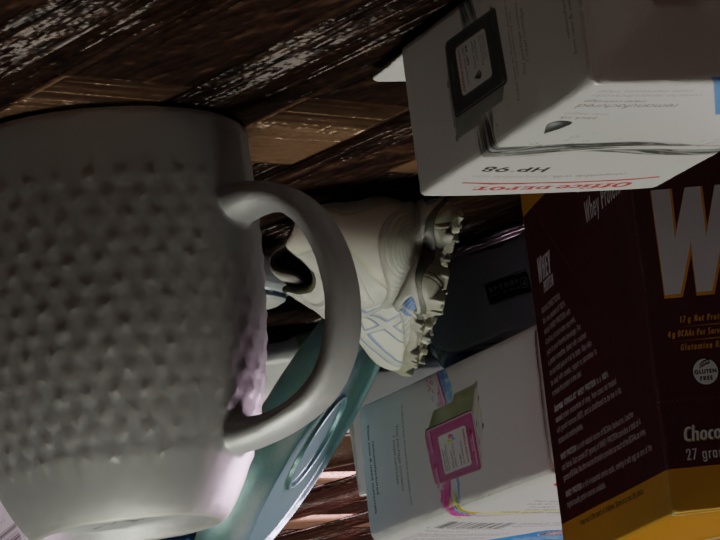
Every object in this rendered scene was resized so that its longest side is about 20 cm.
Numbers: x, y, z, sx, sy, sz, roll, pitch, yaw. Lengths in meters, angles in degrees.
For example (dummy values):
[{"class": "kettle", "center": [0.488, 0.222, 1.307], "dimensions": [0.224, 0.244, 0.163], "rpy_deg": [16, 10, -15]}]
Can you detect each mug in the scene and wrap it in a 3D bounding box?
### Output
[{"class": "mug", "center": [-0.091, 0.026, 1.226], "dimensions": [0.199, 0.177, 0.147], "rpy_deg": [-12, 167, 25]}]

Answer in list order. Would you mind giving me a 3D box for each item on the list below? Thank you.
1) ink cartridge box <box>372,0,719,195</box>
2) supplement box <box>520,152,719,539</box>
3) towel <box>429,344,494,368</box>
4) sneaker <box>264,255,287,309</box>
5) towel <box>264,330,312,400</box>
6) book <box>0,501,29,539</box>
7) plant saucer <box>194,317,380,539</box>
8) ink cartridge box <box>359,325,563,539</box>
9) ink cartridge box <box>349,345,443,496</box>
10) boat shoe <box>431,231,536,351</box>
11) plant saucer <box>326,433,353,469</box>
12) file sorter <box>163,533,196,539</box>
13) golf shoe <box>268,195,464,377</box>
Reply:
[{"class": "ink cartridge box", "center": [0.094, -0.077, 1.109], "dimensions": [0.115, 0.067, 0.200], "rpy_deg": [-3, 168, -23]}, {"class": "supplement box", "center": [0.171, 0.024, 1.309], "dimensions": [0.132, 0.201, 0.197], "rpy_deg": [-4, 168, -11]}, {"class": "towel", "center": [0.116, 0.037, 1.658], "dimensions": [0.146, 0.024, 0.200], "rpy_deg": [-7, -175, -1]}, {"class": "sneaker", "center": [-0.131, 0.035, 1.506], "dimensions": [0.199, 0.071, 0.073], "rpy_deg": [-10, 168, 13]}, {"class": "towel", "center": [-0.126, 0.068, 1.798], "dimensions": [0.199, 0.031, 0.149], "rpy_deg": [-3, 166, -8]}, {"class": "book", "center": [-0.145, 0.075, 1.344], "dimensions": [0.048, 0.134, 0.200], "rpy_deg": [-13, -165, 32]}, {"class": "plant saucer", "center": [-0.035, 0.095, 1.605], "dimensions": [0.027, 0.201, 0.200], "rpy_deg": [32, 172, 9]}, {"class": "ink cartridge box", "center": [0.110, 0.094, 1.534], "dimensions": [0.144, 0.085, 0.200], "rpy_deg": [2, 165, -29]}, {"class": "ink cartridge box", "center": [0.097, 0.084, 1.758], "dimensions": [0.199, 0.086, 0.146], "rpy_deg": [-7, -175, 7]}, {"class": "boat shoe", "center": [0.121, 0.006, 1.540], "dimensions": [0.070, 0.071, 0.199], "rpy_deg": [-11, 176, -44]}, {"class": "plant saucer", "center": [-0.071, 0.127, 2.076], "dimensions": [0.199, 0.037, 0.200], "rpy_deg": [-7, 169, -1]}, {"class": "file sorter", "center": [-0.197, 0.106, 1.639], "dimensions": [0.199, 0.140, 0.123], "rpy_deg": [-5, 172, -1]}, {"class": "golf shoe", "center": [0.000, 0.000, 1.470], "dimensions": [0.097, 0.079, 0.200], "rpy_deg": [10, 162, 1]}]
